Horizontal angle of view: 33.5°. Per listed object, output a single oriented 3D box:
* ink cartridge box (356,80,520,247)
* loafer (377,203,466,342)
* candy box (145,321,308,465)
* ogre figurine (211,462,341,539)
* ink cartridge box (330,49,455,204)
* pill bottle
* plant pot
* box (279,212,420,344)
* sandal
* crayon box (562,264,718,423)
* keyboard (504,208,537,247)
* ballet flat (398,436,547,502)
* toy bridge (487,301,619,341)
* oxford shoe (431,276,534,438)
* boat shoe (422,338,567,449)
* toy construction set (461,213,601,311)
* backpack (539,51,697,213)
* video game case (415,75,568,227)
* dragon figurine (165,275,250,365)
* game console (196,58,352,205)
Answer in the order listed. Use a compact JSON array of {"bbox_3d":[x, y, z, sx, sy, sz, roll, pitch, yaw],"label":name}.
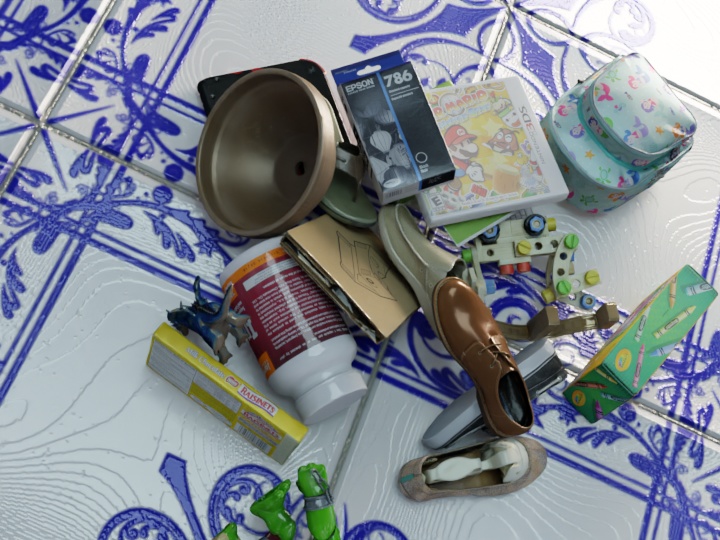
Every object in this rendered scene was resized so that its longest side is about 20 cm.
[{"bbox_3d":[0.109,-0.125,1.548,0.147,0.076,0.201,-29,76,-26],"label":"ink cartridge box"},{"bbox_3d":[0.090,-0.003,1.456,0.201,0.068,0.076,60,20,13],"label":"loafer"},{"bbox_3d":[-0.153,0.140,1.340,0.199,0.102,0.026,37,61,1],"label":"candy box"},{"bbox_3d":[-0.092,0.310,1.283,0.200,0.098,0.120,-40,92,-19],"label":"ogre figurine"},{"bbox_3d":[0.038,-0.187,1.472,0.098,0.039,0.202,-19,69,-7],"label":"ink cartridge box"},{"bbox_3d":[-0.075,0.070,1.388,0.112,0.113,0.201,-22,74,-24],"label":"pill bottle"},{"bbox_3d":[-0.096,-0.133,1.433,0.092,0.200,0.203,14,56,-53],"label":"plant pot"},{"bbox_3d":[0.000,0.000,1.425,0.164,0.021,0.200,45,21,5],"label":"box"},{"bbox_3d":[-0.032,-0.143,1.483,0.079,0.057,0.203,-5,66,-42],"label":"sandal"},{"bbox_3d":[0.352,0.092,1.502,0.058,0.119,0.200,44,62,6],"label":"crayon box"},{"bbox_3d":[0.192,-0.119,1.611,0.056,0.011,0.202,-11,71,-21],"label":"keyboard"},{"bbox_3d":[0.143,0.233,1.407,0.198,0.067,0.069,-11,70,-21],"label":"ballet flat"},{"bbox_3d":[0.229,0.067,1.506,0.198,0.067,0.028,-1,67,-19],"label":"toy bridge"},{"bbox_3d":[0.148,0.095,1.370,0.071,0.071,0.201,-28,90,-19],"label":"oxford shoe"},{"bbox_3d":[0.166,0.165,1.443,0.199,0.073,0.068,-36,96,-21],"label":"boat shoe"},{"bbox_3d":[0.204,-0.003,1.523,0.198,0.092,0.133,-6,85,-17],"label":"toy construction set"},{"bbox_3d":[0.339,-0.182,1.612,0.199,0.151,0.178,-33,80,-22],"label":"backpack"},{"bbox_3d":[0.145,-0.155,1.516,0.198,0.023,0.184,-12,68,-20],"label":"video game case"},{"bbox_3d":[-0.177,0.047,1.323,0.099,0.200,0.059,37,75,10],"label":"dragon figurine"},{"bbox_3d":[-0.102,-0.174,1.541,0.175,0.031,0.202,-15,72,-18],"label":"game console"}]
